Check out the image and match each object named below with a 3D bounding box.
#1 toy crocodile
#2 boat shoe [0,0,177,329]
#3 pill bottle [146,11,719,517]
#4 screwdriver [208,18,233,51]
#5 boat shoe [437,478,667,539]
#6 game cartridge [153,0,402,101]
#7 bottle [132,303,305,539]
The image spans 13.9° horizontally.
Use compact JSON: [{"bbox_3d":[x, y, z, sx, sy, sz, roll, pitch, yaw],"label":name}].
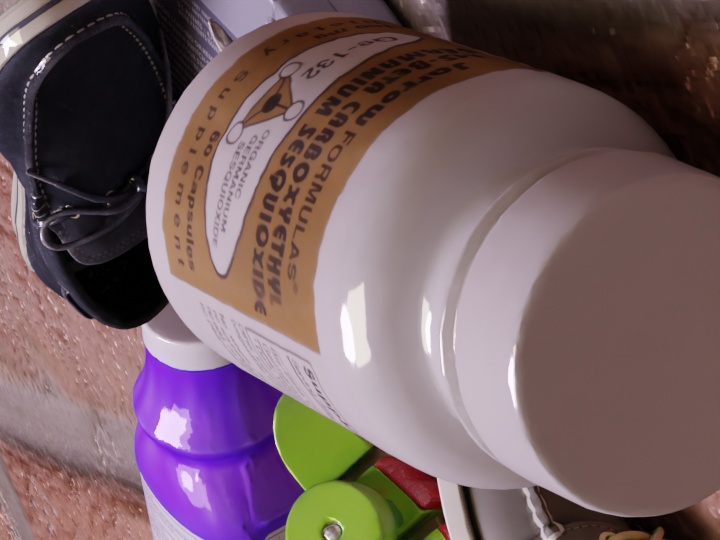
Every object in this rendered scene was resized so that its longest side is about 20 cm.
[{"bbox_3d":[0.034,0.117,1.044,0.200,0.062,0.068,54,-163,19],"label":"toy crocodile"},{"bbox_3d":[-0.090,-0.041,1.032,0.062,0.075,0.200,49,161,21],"label":"boat shoe"},{"bbox_3d":[0.029,-0.002,0.818,0.200,0.114,0.114,25,138,59],"label":"pill bottle"},{"bbox_3d":[0.000,0.000,0.950,0.029,0.028,0.200,-22,118,32],"label":"screwdriver"},{"bbox_3d":[0.081,0.114,0.916,0.060,0.072,0.202,-28,73,30],"label":"boat shoe"},{"bbox_3d":[-0.043,-0.084,1.012,0.200,0.041,0.133,47,158,37],"label":"game cartridge"},{"bbox_3d":[-0.053,0.084,1.198,0.084,0.065,0.200,44,152,41],"label":"bottle"}]
